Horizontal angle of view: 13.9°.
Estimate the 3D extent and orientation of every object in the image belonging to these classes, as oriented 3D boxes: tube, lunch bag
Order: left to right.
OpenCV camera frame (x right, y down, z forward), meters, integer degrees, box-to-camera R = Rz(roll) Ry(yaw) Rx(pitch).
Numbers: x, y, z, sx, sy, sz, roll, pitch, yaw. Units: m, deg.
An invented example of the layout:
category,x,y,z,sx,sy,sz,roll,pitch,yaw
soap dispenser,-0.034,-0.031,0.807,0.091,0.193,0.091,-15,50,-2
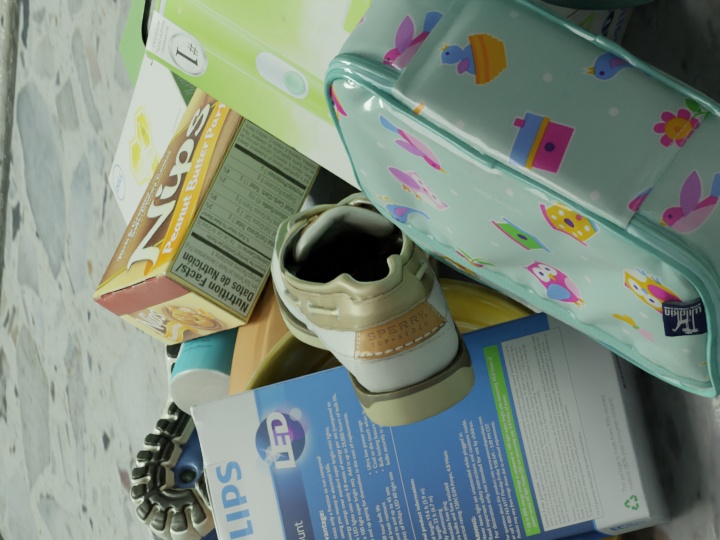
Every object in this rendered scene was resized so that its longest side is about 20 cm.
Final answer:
category,x,y,z,sx,sy,sz,roll,pitch,yaw
tube,-0.059,-0.012,1.608,0.077,0.050,0.201,-46,25,51
lunch bag,0.085,-0.030,1.199,0.199,0.077,0.161,31,162,20

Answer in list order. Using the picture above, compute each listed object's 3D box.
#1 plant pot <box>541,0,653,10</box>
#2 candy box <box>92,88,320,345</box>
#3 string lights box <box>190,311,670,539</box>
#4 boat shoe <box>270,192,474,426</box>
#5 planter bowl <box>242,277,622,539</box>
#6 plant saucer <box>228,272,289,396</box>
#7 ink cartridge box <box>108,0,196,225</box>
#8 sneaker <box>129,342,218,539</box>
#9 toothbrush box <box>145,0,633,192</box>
category,x,y,z,sx,sy,sz,roll,pitch,yaw
plant pot,0.091,-0.188,1.165,0.134,0.199,0.201,69,174,-54
candy box,-0.059,-0.065,1.533,0.201,0.055,0.115,-65,18,-17
string lights box,0.031,0.088,1.350,0.059,0.199,0.103,22,-125,-73
boat shoe,0.000,0.000,1.336,0.069,0.074,0.200,69,170,-23
planter bowl,0.037,0.108,1.421,0.083,0.199,0.202,26,-131,-73
plant saucer,-0.035,0.075,1.539,0.200,0.037,0.202,4,-90,-78
ink cartridge box,-0.121,-0.101,1.793,0.201,0.048,0.146,64,151,29
sneaker,-0.069,0.075,1.641,0.089,0.078,0.201,62,-140,-52
toothbrush box,0.013,-0.122,1.342,0.199,0.086,0.146,32,133,16
